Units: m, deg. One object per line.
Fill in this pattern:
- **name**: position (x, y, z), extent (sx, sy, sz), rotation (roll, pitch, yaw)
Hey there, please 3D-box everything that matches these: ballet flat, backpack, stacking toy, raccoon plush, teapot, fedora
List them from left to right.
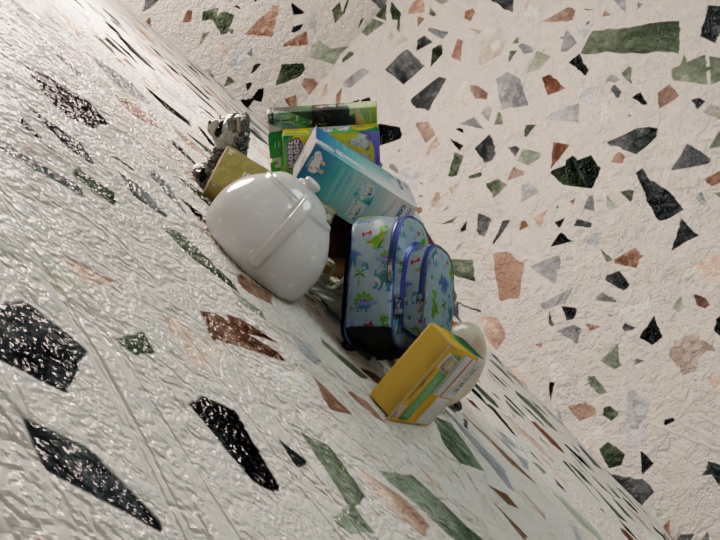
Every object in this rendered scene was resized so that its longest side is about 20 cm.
- **raccoon plush**: position (-0.187, -0.170, 1.434), extent (0.199, 0.134, 0.097), rotation (39, 5, -30)
- **teapot**: position (-0.109, -0.067, 1.188), extent (0.200, 0.146, 0.197), rotation (48, 8, 34)
- **fedora**: position (-0.077, -0.052, 1.458), extent (0.197, 0.082, 0.204), rotation (21, 46, -24)
- **ballet flat**: position (-0.051, 0.022, 1.343), extent (0.199, 0.070, 0.070), rotation (41, 6, -24)
- **backpack**: position (0.061, 0.022, 1.272), extent (0.183, 0.144, 0.205), rotation (29, 58, -65)
- **stacking toy**: position (0.104, 0.126, 1.455), extent (0.199, 0.148, 0.146), rotation (29, -5, 46)

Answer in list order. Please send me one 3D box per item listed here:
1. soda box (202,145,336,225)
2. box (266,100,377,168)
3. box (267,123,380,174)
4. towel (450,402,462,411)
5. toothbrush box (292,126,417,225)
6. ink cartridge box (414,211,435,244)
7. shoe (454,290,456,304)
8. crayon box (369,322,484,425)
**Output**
- **soda box**: position (-0.142, -0.106, 1.336), extent (0.197, 0.069, 0.064), rotation (30, -25, -11)
- **box**: position (-0.064, -0.224, 1.535), extent (0.037, 0.195, 0.147), rotation (-99, -175, -59)
- **box**: position (-0.063, -0.191, 1.503), extent (0.049, 0.195, 0.120), rotation (-93, 180, -66)
- **towel**: position (0.120, 0.180, 1.591), extent (0.143, 0.023, 0.200), rotation (41, 6, -14)
- **toothbrush box**: position (-0.011, -0.140, 1.419), extent (0.197, 0.086, 0.147), rotation (29, 16, -13)
- **ink cartridge box**: position (0.073, -0.044, 1.663), extent (0.179, 0.044, 0.201), rotation (63, -26, 19)
- **shoe**: position (0.079, 0.070, 1.412), extent (0.070, 0.197, 0.054), rotation (-40, 110, -50)
- **crayon box**: position (0.089, 0.141, 1.147), extent (0.052, 0.126, 0.200), rotation (43, 5, 22)
